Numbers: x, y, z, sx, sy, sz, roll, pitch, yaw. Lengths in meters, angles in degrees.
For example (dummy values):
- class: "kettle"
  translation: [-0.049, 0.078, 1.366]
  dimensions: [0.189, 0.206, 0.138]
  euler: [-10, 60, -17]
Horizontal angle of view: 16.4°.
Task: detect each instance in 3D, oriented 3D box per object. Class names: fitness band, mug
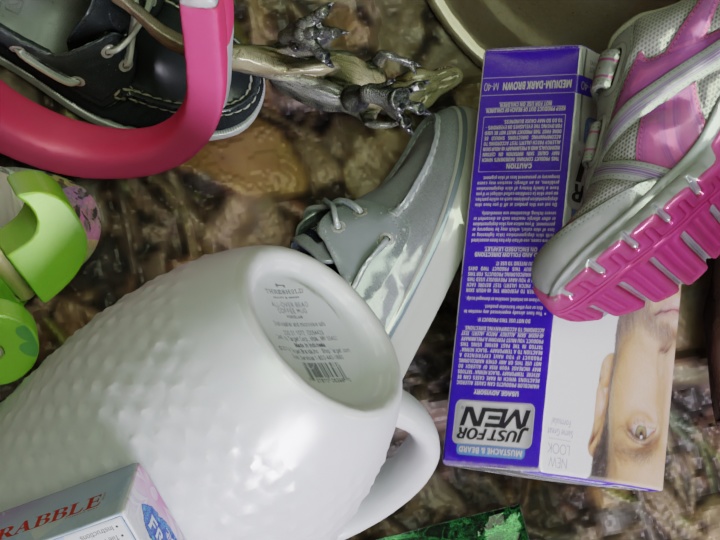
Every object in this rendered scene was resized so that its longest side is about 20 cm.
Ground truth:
- class: "fitness band"
  translation: [-0.129, -0.108, 1.116]
  dimensions: [0.143, 0.200, 0.038]
  euler: [6, 58, 1]
- class: "mug"
  translation: [-0.053, 0.082, 1.096]
  dimensions: [0.200, 0.175, 0.148]
  euler: [16, 41, -42]

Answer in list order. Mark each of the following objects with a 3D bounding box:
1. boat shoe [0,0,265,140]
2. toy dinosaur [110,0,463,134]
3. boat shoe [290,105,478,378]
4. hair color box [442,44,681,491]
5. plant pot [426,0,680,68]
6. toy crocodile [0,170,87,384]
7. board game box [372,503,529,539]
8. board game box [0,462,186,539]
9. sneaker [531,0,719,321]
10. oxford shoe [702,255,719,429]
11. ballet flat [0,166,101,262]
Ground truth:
- class: "boat shoe"
  translation: [-0.136, -0.119, 1.196]
  dimensions: [0.199, 0.060, 0.076]
  euler: [17, 74, -11]
- class: "toy dinosaur"
  translation: [-0.020, -0.098, 1.185]
  dimensions: [0.199, 0.088, 0.048]
  euler: [15, 87, -35]
- class: "boat shoe"
  translation: [-0.001, 0.001, 1.201]
  dimensions: [0.071, 0.070, 0.201]
  euler: [29, 76, -16]
- class: "hair color box"
  translation: [0.103, 0.001, 1.198]
  dimensions: [0.109, 0.065, 0.201]
  euler: [13, 82, -50]
- class: "plant pot"
  translation: [0.140, -0.199, 1.224]
  dimensions: [0.200, 0.183, 0.201]
  euler: [3, 78, -14]
- class: "toy crocodile"
  translation: [-0.204, 0.029, 1.111]
  dimensions: [0.200, 0.068, 0.062]
  euler: [-31, 124, 11]
- class: "board game box"
  translation: [-0.004, 0.184, 1.190]
  dimensions: [0.199, 0.023, 0.105]
  euler: [-13, 80, -17]
- class: "board game box"
  translation: [-0.135, 0.198, 1.046]
  dimensions: [0.199, 0.041, 0.200]
  euler: [-20, 113, 17]
- class: "sneaker"
  translation: [0.140, -0.064, 1.131]
  dimensions: [0.088, 0.081, 0.200]
  euler: [38, 82, 28]
- class: "oxford shoe"
  translation: [0.201, -0.010, 1.265]
  dimensions: [0.071, 0.073, 0.201]
  euler: [22, 54, -13]
- class: "ballet flat"
  translation: [-0.214, -0.020, 1.147]
  dimensions: [0.199, 0.071, 0.069]
  euler: [-4, 68, -16]
